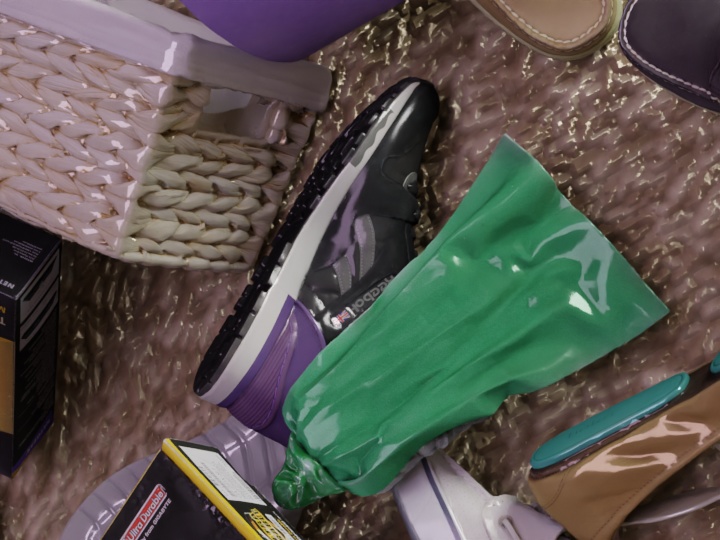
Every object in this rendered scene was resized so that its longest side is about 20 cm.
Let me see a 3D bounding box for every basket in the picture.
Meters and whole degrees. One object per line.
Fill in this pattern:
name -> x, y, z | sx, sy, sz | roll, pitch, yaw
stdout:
basket -> -0.140, -0.086, 1.164 | 0.200, 0.135, 0.124 | 24, 100, 34

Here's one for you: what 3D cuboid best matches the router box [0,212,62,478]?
router box -> -0.263, 0.013, 1.186 | 0.199, 0.052, 0.158 | 23, 139, 11

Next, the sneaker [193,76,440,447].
sneaker -> 0.000, 0.000, 1.098 | 0.200, 0.087, 0.076 | -60, 11, -13

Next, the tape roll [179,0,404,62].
tape roll -> -0.045, -0.211, 1.076 | 0.085, 0.200, 0.201 | -27, 69, 29

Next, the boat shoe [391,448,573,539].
boat shoe -> 0.073, 0.145, 1.030 | 0.070, 0.071, 0.200 | -26, 51, -7

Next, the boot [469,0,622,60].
boot -> 0.055, -0.187, 1.005 | 0.072, 0.155, 0.200 | -34, 91, 4

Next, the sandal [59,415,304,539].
sandal -> -0.066, 0.121, 1.133 | 0.202, 0.050, 0.083 | -32, 62, 10

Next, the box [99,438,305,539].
box -> -0.083, 0.205, 0.986 | 0.160, 0.049, 0.200 | 42, 106, 30

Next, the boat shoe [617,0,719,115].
boat shoe -> 0.198, -0.097, 0.976 | 0.200, 0.065, 0.072 | 25, 97, 34

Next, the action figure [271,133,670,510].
action figure -> 0.034, 0.044, 1.032 | 0.200, 0.055, 0.118 | -40, 70, -4

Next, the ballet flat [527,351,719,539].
ballet flat -> 0.169, 0.063, 0.983 | 0.200, 0.069, 0.063 | -35, 93, 25
